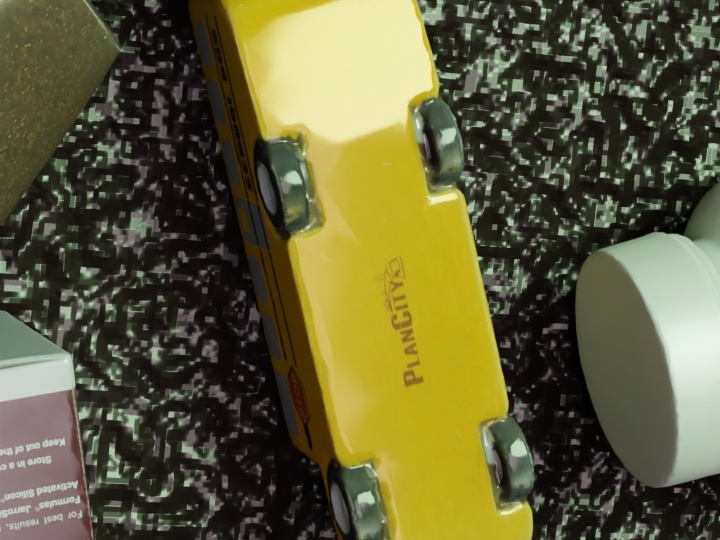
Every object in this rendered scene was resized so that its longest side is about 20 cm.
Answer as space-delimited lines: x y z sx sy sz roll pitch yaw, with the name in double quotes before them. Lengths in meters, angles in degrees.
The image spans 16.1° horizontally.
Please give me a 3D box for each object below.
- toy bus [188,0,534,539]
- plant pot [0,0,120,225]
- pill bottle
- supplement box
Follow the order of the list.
"toy bus" 0.000 0.000 0.839 0.065 0.078 0.202 -16 101 -16
"plant pot" -0.172 -0.040 0.708 0.199 0.187 0.188 -35 106 -1
"pill bottle" 0.180 0.010 0.880 0.198 0.112 0.113 -15 101 -15
"supplement box" -0.116 0.121 0.802 0.060 0.109 0.202 -10 99 -17
